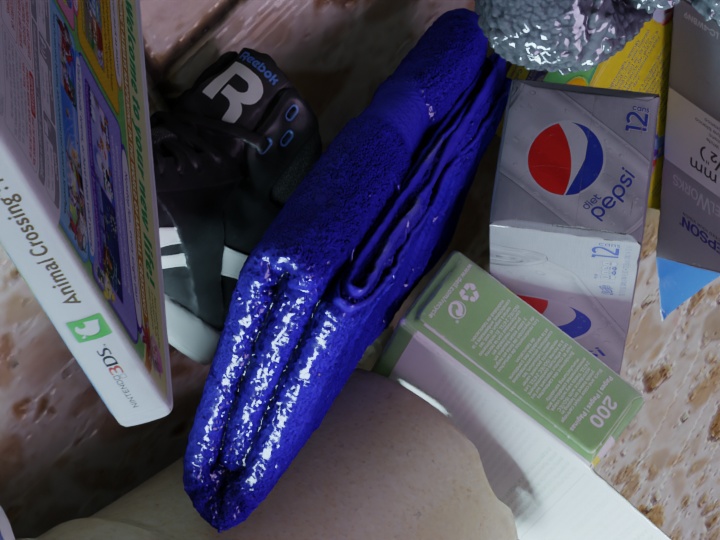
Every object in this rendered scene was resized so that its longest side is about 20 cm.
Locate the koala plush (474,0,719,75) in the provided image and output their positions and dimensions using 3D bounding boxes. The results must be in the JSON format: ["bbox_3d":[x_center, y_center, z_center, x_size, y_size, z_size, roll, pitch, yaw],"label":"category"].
[{"bbox_3d":[0.135,-0.201,1.014,0.184,0.176,0.201,-73,162,-51],"label":"koala plush"}]

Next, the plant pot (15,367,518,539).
[{"bbox_3d":[-0.036,0.143,1.102,0.183,0.200,0.201,-42,145,-36],"label":"plant pot"}]

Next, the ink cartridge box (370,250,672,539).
[{"bbox_3d":[0.093,0.089,1.135,0.048,0.200,0.146,-51,176,-19],"label":"ink cartridge box"}]

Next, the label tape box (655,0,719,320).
[{"bbox_3d":[0.210,-0.068,1.212,0.143,0.066,0.201,-32,140,-27],"label":"label tape box"}]

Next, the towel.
[{"bbox_3d":[0.000,0.000,1.041,0.200,0.049,0.148,-53,165,-50],"label":"towel"}]

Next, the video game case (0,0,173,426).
[{"bbox_3d":[-0.103,-0.080,0.823,0.022,0.201,0.182,-15,142,8],"label":"video game case"}]

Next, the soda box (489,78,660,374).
[{"bbox_3d":[0.090,-0.010,1.133,0.200,0.063,0.069,83,15,-70],"label":"soda box"}]

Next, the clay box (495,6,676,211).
[{"bbox_3d":[0.134,-0.092,1.203,0.200,0.048,0.115,17,108,-53],"label":"clay box"}]

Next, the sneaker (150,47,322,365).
[{"bbox_3d":[-0.078,-0.047,0.979,0.112,0.073,0.200,-55,154,-4],"label":"sneaker"}]

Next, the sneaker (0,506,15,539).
[{"bbox_3d":[-0.216,0.173,1.000,0.115,0.080,0.201,5,108,-47],"label":"sneaker"}]
